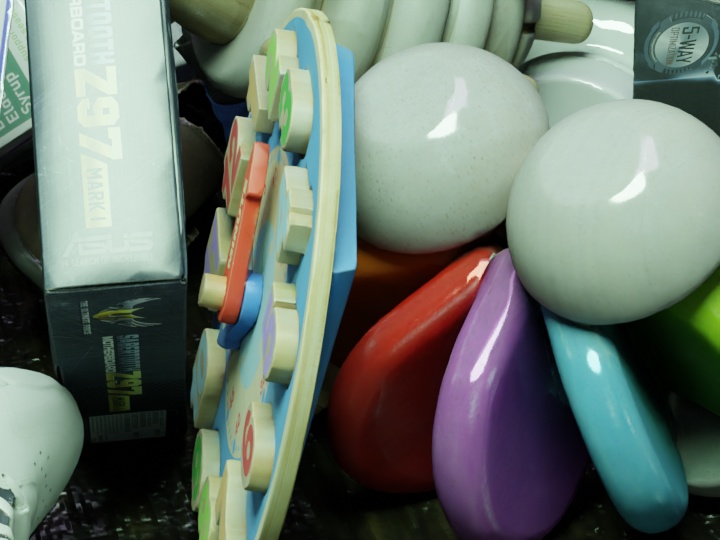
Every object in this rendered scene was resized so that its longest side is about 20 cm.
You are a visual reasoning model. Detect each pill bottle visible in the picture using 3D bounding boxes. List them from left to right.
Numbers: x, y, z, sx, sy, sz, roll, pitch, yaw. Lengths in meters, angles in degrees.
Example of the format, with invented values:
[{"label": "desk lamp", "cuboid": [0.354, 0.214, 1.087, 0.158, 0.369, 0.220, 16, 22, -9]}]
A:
[{"label": "pill bottle", "cuboid": [0.112, -0.079, 1.158, 0.119, 0.120, 0.200, 7, 26, 15]}]

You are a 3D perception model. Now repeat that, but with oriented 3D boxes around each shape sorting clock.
[{"label": "shape sorting clock", "cuboid": [-0.035, 0.011, 0.877, 0.039, 0.201, 0.200, 10, 24, -8]}]

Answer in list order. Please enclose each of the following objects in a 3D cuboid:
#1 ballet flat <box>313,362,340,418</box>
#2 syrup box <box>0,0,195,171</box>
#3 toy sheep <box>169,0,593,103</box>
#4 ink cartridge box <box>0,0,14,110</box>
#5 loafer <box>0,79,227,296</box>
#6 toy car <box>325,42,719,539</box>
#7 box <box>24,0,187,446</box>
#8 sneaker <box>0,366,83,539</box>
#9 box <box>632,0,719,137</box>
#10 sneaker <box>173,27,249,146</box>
[{"label": "ballet flat", "cuboid": [0.000, 0.000, 1.059, 0.068, 0.063, 0.200, 10, 27, 20]}, {"label": "syrup box", "cuboid": [-0.139, -0.104, 1.182, 0.081, 0.079, 0.200, -31, 1, 19]}, {"label": "toy sheep", "cuboid": [0.007, -0.108, 1.018, 0.199, 0.139, 0.138, 12, 18, -28]}, {"label": "ink cartridge box", "cuboid": [-0.231, -0.032, 0.996, 0.199, 0.199, 0.043, 4, -11, 10]}, {"label": "loafer", "cuboid": [-0.097, -0.040, 1.105, 0.073, 0.071, 0.200, 43, 23, -12]}, {"label": "toy car", "cuboid": [0.061, 0.026, 0.925, 0.199, 0.175, 0.150, 21, 67, 37]}, {"label": "box", "cuboid": [-0.091, -0.038, 0.925, 0.051, 0.159, 0.200, -5, -19, -6]}, {"label": "sneaker", "cuboid": [-0.116, 0.107, 0.818, 0.129, 0.080, 0.199, 15, 29, 26]}, {"label": "box", "cuboid": [0.179, -0.067, 1.085, 0.043, 0.161, 0.200, 17, 29, 32]}, {"label": "sneaker", "cuboid": [-0.021, -0.094, 1.158, 0.076, 0.112, 0.200, -26, 2, 22]}]
